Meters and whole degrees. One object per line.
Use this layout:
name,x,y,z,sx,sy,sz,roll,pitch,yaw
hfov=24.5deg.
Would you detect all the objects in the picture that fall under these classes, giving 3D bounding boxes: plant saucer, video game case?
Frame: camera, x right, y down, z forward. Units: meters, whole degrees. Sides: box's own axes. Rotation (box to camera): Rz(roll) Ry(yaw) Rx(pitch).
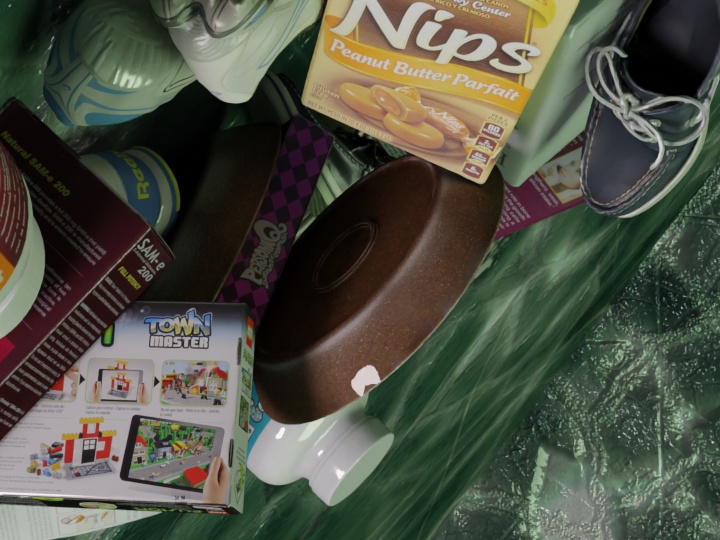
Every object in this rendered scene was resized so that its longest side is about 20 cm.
plant saucer,0.000,0.000,0.975,0.200,0.034,0.201,-39,-157,20
video game case,-0.095,0.021,1.053,0.181,0.036,0.201,-39,-154,57
plant saucer,-0.115,-0.012,1.040,0.201,0.036,0.201,-55,-164,25

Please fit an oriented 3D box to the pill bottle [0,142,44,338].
pill bottle,-0.207,-0.031,0.727,0.110,0.109,0.200,-46,165,-9

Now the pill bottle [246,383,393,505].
pill bottle,-0.070,0.078,1.204,0.111,0.200,0.111,-44,165,-15

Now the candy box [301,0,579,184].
candy box,0.042,-0.130,0.851,0.200,0.115,0.056,112,1,-66

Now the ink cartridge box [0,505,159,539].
ink cartridge box,-0.218,0.120,1.010,0.198,0.050,0.163,-12,153,-14

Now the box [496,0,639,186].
box,0.103,-0.207,0.996,0.200,0.199,0.172,-40,163,-21

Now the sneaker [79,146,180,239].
sneaker,-0.187,0.012,0.973,0.201,0.074,0.082,-59,158,16

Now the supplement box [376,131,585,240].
supplement box,0.116,-0.113,1.224,0.199,0.131,0.103,-22,-157,44

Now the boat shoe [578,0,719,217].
boat shoe,0.165,-0.106,0.898,0.062,0.075,0.201,-29,155,-49

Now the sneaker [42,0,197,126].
sneaker,-0.095,-0.138,0.887,0.072,0.072,0.200,-26,-171,46

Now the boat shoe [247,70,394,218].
boat shoe,-0.009,-0.065,1.125,0.062,0.075,0.200,-44,121,-10

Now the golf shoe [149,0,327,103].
golf shoe,-0.037,-0.175,0.851,0.201,0.078,0.097,-56,156,-24

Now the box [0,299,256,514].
box,-0.159,0.071,0.895,0.035,0.198,0.111,66,27,-73

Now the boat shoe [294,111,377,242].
boat shoe,-0.026,-0.082,1.197,0.201,0.067,0.057,-53,160,3

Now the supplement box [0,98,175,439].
supplement box,-0.206,0.023,0.865,0.200,0.109,0.061,-46,164,-6
